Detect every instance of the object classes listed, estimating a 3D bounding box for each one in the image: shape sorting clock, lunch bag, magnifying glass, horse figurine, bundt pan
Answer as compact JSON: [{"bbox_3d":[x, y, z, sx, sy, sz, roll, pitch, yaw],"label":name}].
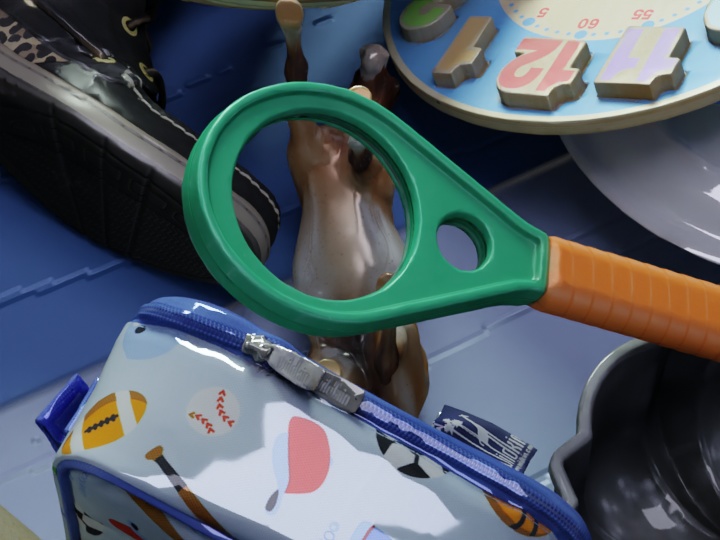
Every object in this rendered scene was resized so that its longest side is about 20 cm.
[{"bbox_3d":[0.102,-0.121,0.897,0.198,0.039,0.201,-15,43,14],"label":"shape sorting clock"},{"bbox_3d":[-0.019,0.084,0.705,0.159,0.200,0.076,28,67,7],"label":"lunch bag"},{"bbox_3d":[0.038,-0.005,0.753,0.199,0.022,0.080,15,64,-18],"label":"magnifying glass"},{"bbox_3d":[0.000,0.000,0.818,0.049,0.133,0.202,-9,70,1],"label":"horse figurine"},{"bbox_3d":[0.153,0.106,0.792,0.200,0.076,0.203,4,59,-7],"label":"bundt pan"}]

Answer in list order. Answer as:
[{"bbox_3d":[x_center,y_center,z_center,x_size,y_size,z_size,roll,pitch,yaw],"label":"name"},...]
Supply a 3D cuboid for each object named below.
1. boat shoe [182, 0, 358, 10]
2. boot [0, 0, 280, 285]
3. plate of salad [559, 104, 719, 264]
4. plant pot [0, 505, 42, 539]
[{"bbox_3d":[-0.015,-0.125,0.859,0.199,0.066,0.075,-19,84,-47],"label":"boat shoe"},{"bbox_3d":[-0.085,-0.096,0.880,0.199,0.073,0.151,30,59,15],"label":"boot"},{"bbox_3d":[0.168,-0.067,0.912,0.198,0.048,0.201,1,52,-2],"label":"plate of salad"},{"bbox_3d":[-0.183,0.103,0.694,0.199,0.187,0.188,22,57,-13],"label":"plant pot"}]
